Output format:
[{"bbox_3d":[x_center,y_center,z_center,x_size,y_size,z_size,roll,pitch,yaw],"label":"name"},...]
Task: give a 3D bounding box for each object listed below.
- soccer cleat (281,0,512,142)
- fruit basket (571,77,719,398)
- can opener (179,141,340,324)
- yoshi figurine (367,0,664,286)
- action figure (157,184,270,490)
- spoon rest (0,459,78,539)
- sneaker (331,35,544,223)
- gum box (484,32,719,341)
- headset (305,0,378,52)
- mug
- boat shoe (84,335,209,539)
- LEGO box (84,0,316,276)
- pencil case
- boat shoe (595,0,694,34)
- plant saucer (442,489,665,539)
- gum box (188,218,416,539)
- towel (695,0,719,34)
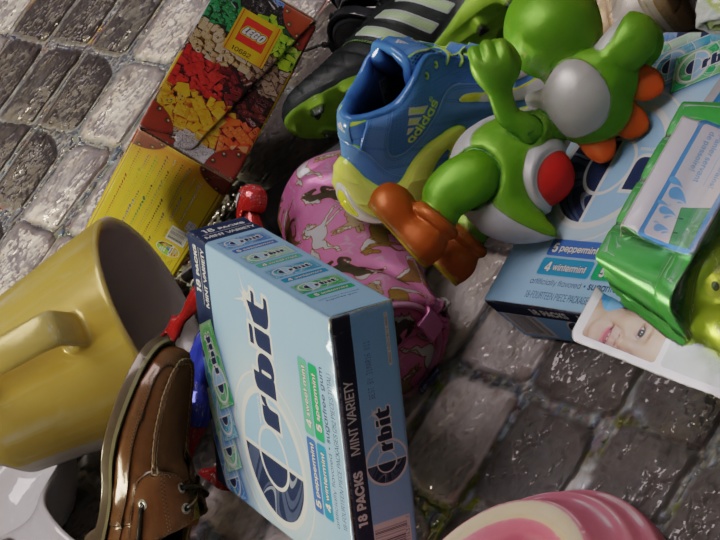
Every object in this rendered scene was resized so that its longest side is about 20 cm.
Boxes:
[{"bbox_3d":[0.028,-0.160,1.759,0.199,0.068,0.081,-30,56,0],"label":"soccer cleat"},{"bbox_3d":[0.232,-0.011,1.333,0.199,0.094,0.186,20,71,38],"label":"fruit basket"},{"bbox_3d":[-0.043,-0.026,1.778,0.199,0.053,0.067,-33,67,27],"label":"can opener"},{"bbox_3d":[0.089,-0.095,1.527,0.200,0.112,0.112,-44,24,6],"label":"yoshi figurine"},{"bbox_3d":[-0.091,0.041,1.664,0.052,0.065,0.202,27,105,50],"label":"action figure"},{"bbox_3d":[-0.221,0.172,1.773,0.100,0.061,0.200,-51,32,-1],"label":"spoon rest"},{"bbox_3d":[0.062,-0.116,1.621,0.200,0.105,0.076,-39,48,-24],"label":"sneaker"},{"bbox_3d":[0.182,-0.048,1.497,0.169,0.044,0.201,6,63,55],"label":"gum box"},{"bbox_3d":[0.001,-0.201,1.848,0.199,0.094,0.124,-25,38,18],"label":"headset"},{"bbox_3d":[-0.211,0.054,1.737,0.152,0.187,0.150,-27,49,15],"label":"mug"},{"bbox_3d":[-0.127,0.143,1.620,0.068,0.072,0.201,20,109,22],"label":"boat shoe"},{"bbox_3d":[-0.119,-0.096,1.823,0.150,0.077,0.200,-64,6,-30],"label":"LEGO box"},{"bbox_3d":[0.000,0.000,1.647,0.200,0.086,0.083,-111,36,-55],"label":"pencil case"},{"bbox_3d":[0.161,-0.211,1.670,0.069,0.074,0.201,-32,36,18],"label":"boat shoe"},{"bbox_3d":[0.079,0.200,1.363,0.200,0.051,0.201,-33,36,28],"label":"plant saucer"},{"bbox_3d":[-0.036,0.076,1.532,0.044,0.171,0.200,-15,21,-24],"label":"gum box"},{"bbox_3d":[0.285,-0.219,1.436,0.170,0.048,0.202,7,75,28],"label":"towel"}]
